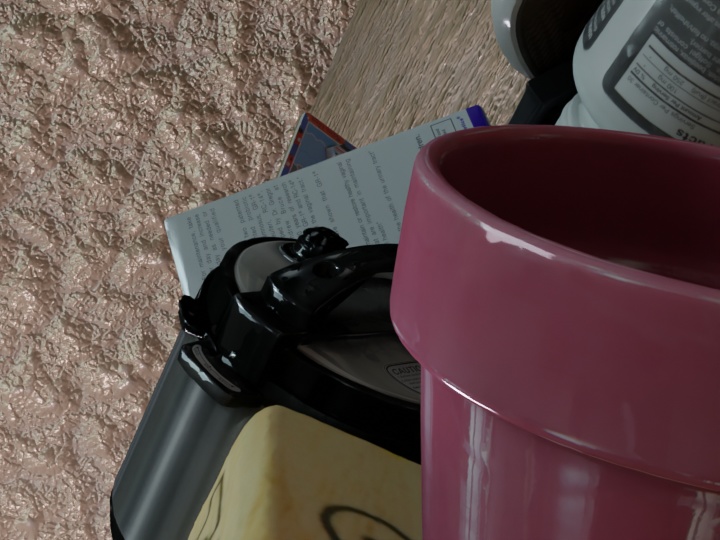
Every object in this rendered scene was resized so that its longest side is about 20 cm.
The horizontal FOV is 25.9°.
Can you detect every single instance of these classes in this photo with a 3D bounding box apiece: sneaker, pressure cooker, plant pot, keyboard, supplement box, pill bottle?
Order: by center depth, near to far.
[{"bbox_3d":[0.099,0.065,0.493,0.200,0.199,0.180,-99,18,-73],"label":"plant pot"},{"bbox_3d":[0.167,-0.109,0.720,0.200,0.110,0.111,-58,13,39],"label":"pill bottle"},{"bbox_3d":[-0.020,0.075,0.783,0.176,0.178,0.200,-84,18,-69],"label":"pressure cooker"},{"bbox_3d":[0.094,-0.148,0.834,0.073,0.085,0.200,-53,-17,13],"label":"sneaker"},{"bbox_3d":[0.142,-0.112,0.851,0.200,0.021,0.127,-31,-27,-47],"label":"keyboard"},{"bbox_3d":[0.000,0.000,0.920,0.101,0.200,0.104,70,180,-56],"label":"supplement box"}]

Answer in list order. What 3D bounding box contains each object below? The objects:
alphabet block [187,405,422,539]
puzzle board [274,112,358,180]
[{"bbox_3d":[0.002,0.205,0.628,0.197,0.195,0.200,-61,12,16],"label":"alphabet block"},{"bbox_3d":[0.011,0.006,1.066,0.017,0.200,0.151,-8,54,50],"label":"puzzle board"}]
